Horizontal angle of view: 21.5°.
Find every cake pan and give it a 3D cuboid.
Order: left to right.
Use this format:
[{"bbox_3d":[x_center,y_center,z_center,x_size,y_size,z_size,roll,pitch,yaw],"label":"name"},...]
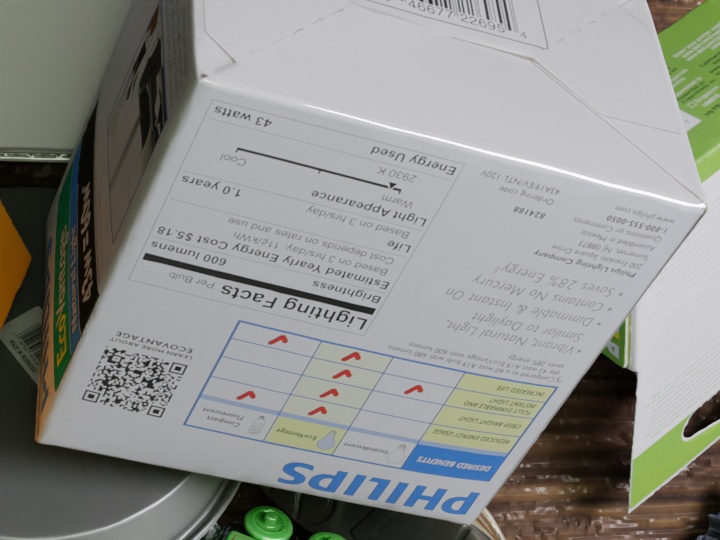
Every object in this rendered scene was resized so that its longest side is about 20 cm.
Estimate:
[{"bbox_3d":[-0.140,0.044,0.813,0.200,0.037,0.201,6,56,-9],"label":"cake pan"}]

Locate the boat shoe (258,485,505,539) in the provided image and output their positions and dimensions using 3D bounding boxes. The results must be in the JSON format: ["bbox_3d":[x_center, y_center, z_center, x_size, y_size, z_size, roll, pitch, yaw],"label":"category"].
[{"bbox_3d":[0.003,0.094,0.880,0.076,0.074,0.200,-38,78,12],"label":"boat shoe"}]

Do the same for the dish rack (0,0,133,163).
[{"bbox_3d":[-0.120,-0.121,0.760,0.171,0.044,0.200,2,126,-9],"label":"dish rack"}]

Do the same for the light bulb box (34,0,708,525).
[{"bbox_3d":[-0.007,-0.020,0.741,0.198,0.200,0.125,13,44,-19],"label":"light bulb box"}]

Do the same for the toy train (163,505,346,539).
[{"bbox_3d":[-0.095,0.112,0.829,0.200,0.056,0.042,21,122,5],"label":"toy train"}]

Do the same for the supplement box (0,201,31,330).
[{"bbox_3d":[-0.249,0.014,0.753,0.199,0.074,0.126,11,62,15],"label":"supplement box"}]

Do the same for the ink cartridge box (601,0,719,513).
[{"bbox_3d":[0.149,-0.004,0.902,0.148,0.076,0.200,-35,140,-28],"label":"ink cartridge box"}]

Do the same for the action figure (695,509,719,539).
[{"bbox_3d":[0.193,0.204,0.912,0.193,0.105,0.200,23,84,-23],"label":"action figure"}]
